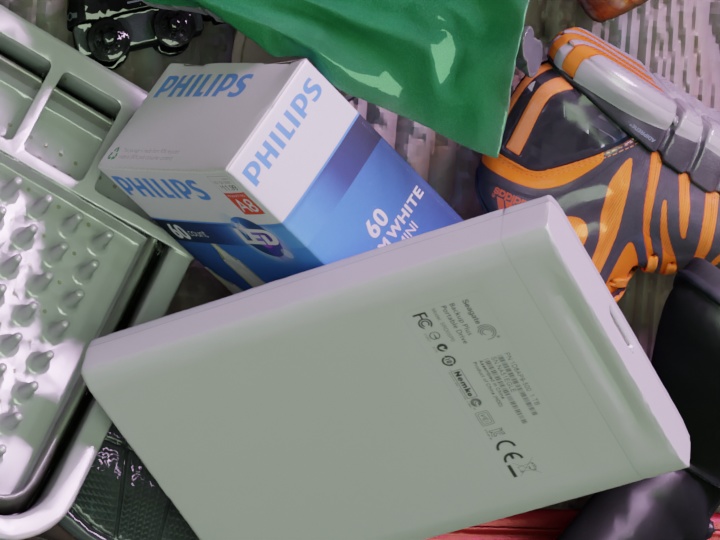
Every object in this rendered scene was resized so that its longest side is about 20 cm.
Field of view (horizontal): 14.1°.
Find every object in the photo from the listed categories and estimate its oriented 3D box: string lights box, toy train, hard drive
[{"bbox_3d":[0.000,0.000,1.175,0.200,0.103,0.059,44,69,-27],"label":"string lights box"},{"bbox_3d":[-0.027,-0.127,1.225,0.199,0.034,0.046,-13,87,-10],"label":"toy train"},{"bbox_3d":[0.010,0.051,1.131,0.199,0.027,0.132,-18,126,22],"label":"hard drive"}]

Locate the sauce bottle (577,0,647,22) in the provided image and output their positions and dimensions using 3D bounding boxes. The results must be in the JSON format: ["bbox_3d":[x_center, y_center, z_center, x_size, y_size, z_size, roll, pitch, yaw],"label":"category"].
[{"bbox_3d":[0.069,-0.201,1.221,0.066,0.066,0.200,-37,100,-6],"label":"sauce bottle"}]

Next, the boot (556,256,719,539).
[{"bbox_3d":[0.100,0.106,1.195,0.066,0.165,0.200,38,79,25],"label":"boot"}]

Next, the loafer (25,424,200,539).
[{"bbox_3d":[-0.138,0.080,1.214,0.199,0.063,0.072,19,65,-17],"label":"loafer"}]

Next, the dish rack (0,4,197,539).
[{"bbox_3d":[-0.164,-0.004,1.169,0.171,0.044,0.200,31,64,-13],"label":"dish rack"}]

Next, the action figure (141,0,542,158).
[{"bbox_3d":[-0.023,-0.124,1.130,0.199,0.055,0.119,15,91,18],"label":"action figure"}]

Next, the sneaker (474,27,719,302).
[{"bbox_3d":[0.133,-0.013,1.253,0.200,0.078,0.112,31,104,-18],"label":"sneaker"}]

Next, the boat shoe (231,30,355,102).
[{"bbox_3d":[0.026,-0.136,1.178,0.073,0.063,0.200,45,107,21],"label":"boat shoe"}]

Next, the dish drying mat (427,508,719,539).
[{"bbox_3d":[0.086,0.143,1.278,0.199,0.018,0.077,2,95,-12],"label":"dish drying mat"}]
